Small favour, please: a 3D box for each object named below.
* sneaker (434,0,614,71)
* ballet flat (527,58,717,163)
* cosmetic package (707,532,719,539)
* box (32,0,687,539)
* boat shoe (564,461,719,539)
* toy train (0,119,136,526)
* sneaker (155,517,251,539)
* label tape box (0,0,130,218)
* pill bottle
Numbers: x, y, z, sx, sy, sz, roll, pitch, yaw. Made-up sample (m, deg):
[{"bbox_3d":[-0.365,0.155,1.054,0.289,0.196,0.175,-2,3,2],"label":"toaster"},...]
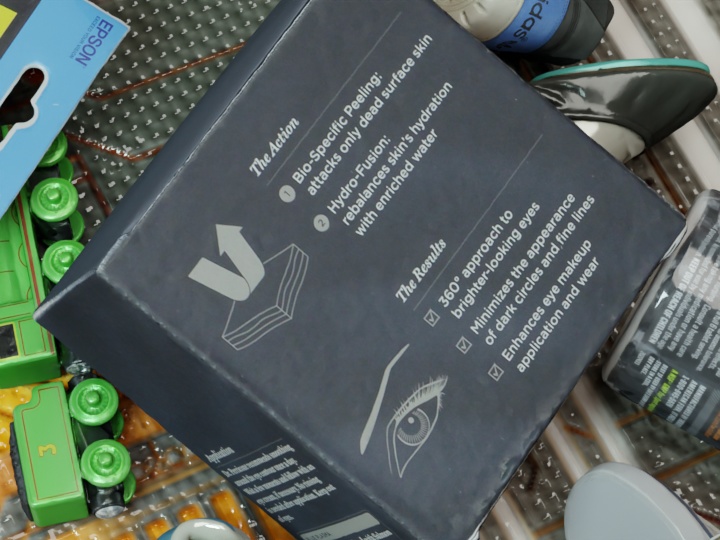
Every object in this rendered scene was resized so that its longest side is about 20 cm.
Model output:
[{"bbox_3d":[0.050,-0.168,1.368,0.111,0.077,0.200,17,22,-42],"label":"sneaker"},{"bbox_3d":[0.073,-0.064,1.325,0.199,0.068,0.069,-1,73,0],"label":"ballet flat"},{"bbox_3d":[0.233,0.167,1.172,0.200,0.071,0.105,15,48,-43],"label":"cosmetic package"},{"bbox_3d":[0.000,0.000,1.207,0.200,0.117,0.197,40,68,-9],"label":"box"},{"bbox_3d":[0.173,0.164,1.231,0.200,0.071,0.070,49,38,17],"label":"boat shoe"},{"bbox_3d":[-0.145,0.022,1.248,0.056,0.042,0.201,-12,66,-5],"label":"toy train"},{"bbox_3d":[-0.030,0.194,1.159,0.076,0.081,0.200,-33,75,-26],"label":"sneaker"},{"bbox_3d":[-0.228,-0.095,1.272,0.200,0.066,0.144,28,61,4],"label":"label tape box"},{"bbox_3d":[0.220,0.054,1.267,0.200,0.106,0.106,30,62,4],"label":"pill bottle"}]
